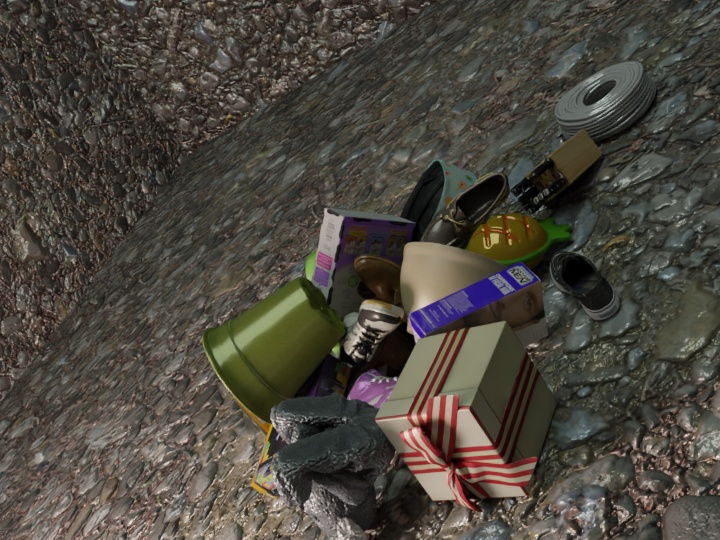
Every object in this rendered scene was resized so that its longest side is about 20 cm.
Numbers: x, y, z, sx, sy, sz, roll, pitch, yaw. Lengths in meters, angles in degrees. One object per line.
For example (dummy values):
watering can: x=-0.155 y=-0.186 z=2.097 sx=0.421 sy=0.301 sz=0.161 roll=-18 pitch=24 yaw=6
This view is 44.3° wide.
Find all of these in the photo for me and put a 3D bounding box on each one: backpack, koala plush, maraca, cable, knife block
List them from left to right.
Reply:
koala plush: x=-0.026 y=0.300 z=1.252 sx=0.179 sy=0.204 sz=0.178 roll=-8 pitch=25 yaw=-1
backpack: x=0.157 y=-0.098 z=1.666 sx=0.177 sy=0.150 sz=0.204 roll=-102 pitch=26 yaw=-67
maraca: x=0.271 y=-0.049 z=1.525 sx=0.196 sy=0.109 sz=0.137 roll=-21 pitch=30 yaw=-21
knife block: x=0.358 y=-0.180 z=1.588 sx=0.199 sy=0.064 sz=0.176 roll=-39 pitch=-2 yaw=0
cable: x=0.481 y=-0.333 z=1.750 sx=0.200 sy=0.070 sz=0.199 roll=-48 pitch=24 yaw=-19

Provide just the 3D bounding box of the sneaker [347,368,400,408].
sneaker: x=0.058 y=0.184 z=1.412 sx=0.199 sy=0.073 sz=0.115 roll=-35 pitch=50 yaw=10

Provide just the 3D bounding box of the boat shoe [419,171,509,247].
boat shoe: x=0.179 y=-0.097 z=1.537 sx=0.199 sy=0.072 sz=0.060 roll=-40 pitch=-12 yaw=1

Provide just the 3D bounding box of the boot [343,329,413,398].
boot: x=0.013 y=0.174 z=1.559 sx=0.145 sy=0.070 sz=0.201 roll=-31 pitch=19 yaw=33

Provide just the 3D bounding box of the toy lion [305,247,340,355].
toy lion: x=-0.046 y=0.057 z=1.699 sx=0.068 sy=0.203 sz=0.192 roll=-25 pitch=9 yaw=29

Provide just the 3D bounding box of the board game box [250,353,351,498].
board game box: x=-0.101 y=0.263 z=1.500 sx=0.165 sy=0.056 sz=0.202 roll=-44 pitch=22 yaw=43

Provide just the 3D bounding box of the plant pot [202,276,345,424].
plant pot: x=-0.131 y=0.115 z=1.480 sx=0.189 sy=0.200 sz=0.201 roll=-41 pitch=23 yaw=7

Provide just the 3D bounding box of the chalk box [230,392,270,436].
chalk box: x=-0.185 y=0.205 z=1.722 sx=0.123 sy=0.125 sz=0.200 roll=-40 pitch=24 yaw=-2

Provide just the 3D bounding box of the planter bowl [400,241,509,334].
planter bowl: x=0.149 y=0.052 z=1.447 sx=0.199 sy=0.197 sz=0.138 roll=2 pitch=73 yaw=57

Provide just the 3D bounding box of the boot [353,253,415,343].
boot: x=0.062 y=0.050 z=1.534 sx=0.073 sy=0.199 sz=0.076 roll=-30 pitch=28 yaw=39

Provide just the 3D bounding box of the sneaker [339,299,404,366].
sneaker: x=0.016 y=0.109 z=1.468 sx=0.200 sy=0.074 sz=0.090 roll=133 pitch=154 yaw=-67

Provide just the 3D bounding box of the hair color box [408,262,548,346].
hair color box: x=0.180 y=0.082 z=1.333 sx=0.197 sy=0.111 sz=0.065 roll=-25 pitch=35 yaw=-12

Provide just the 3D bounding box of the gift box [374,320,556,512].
gift box: x=0.148 y=0.190 z=1.177 sx=0.198 sy=0.185 sz=0.188 roll=-21 pitch=27 yaw=44

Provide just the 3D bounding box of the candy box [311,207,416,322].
candy box: x=0.000 y=0.000 z=1.593 sx=0.071 sy=0.165 sz=0.205 roll=25 pitch=107 yaw=51

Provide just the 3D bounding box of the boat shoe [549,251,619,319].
boat shoe: x=0.334 y=0.006 z=1.370 sx=0.069 sy=0.067 sz=0.201 roll=-34 pitch=24 yaw=10
